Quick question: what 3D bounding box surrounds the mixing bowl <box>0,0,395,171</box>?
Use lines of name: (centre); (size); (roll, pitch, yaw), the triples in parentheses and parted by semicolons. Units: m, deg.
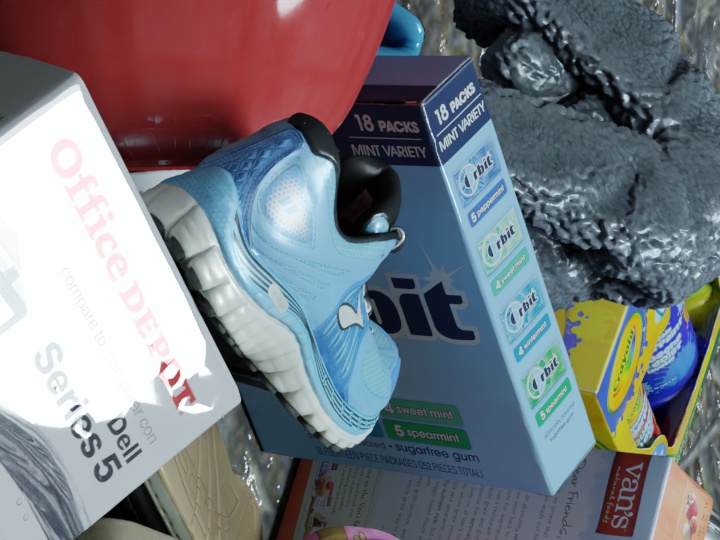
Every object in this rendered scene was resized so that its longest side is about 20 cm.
mixing bowl: (-0.072, -0.093, 0.922); (0.200, 0.200, 0.108); (-4, 92, -54)

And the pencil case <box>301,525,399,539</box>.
pencil case: (0.023, 0.188, 0.988); (0.087, 0.200, 0.083); (34, 98, -31)

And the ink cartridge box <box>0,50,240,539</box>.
ink cartridge box: (-0.158, 0.038, 0.799); (0.200, 0.084, 0.146); (-40, 123, -25)

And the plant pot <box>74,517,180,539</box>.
plant pot: (-0.112, 0.199, 0.909); (0.200, 0.200, 0.177); (30, 56, -51)

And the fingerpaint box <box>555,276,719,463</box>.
fingerpaint box: (0.146, 0.019, 1.316); (0.200, 0.073, 0.167); (-67, 152, -26)

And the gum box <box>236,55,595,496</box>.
gum box: (0.000, 0.000, 1.055); (0.045, 0.170, 0.200); (-46, 126, -38)

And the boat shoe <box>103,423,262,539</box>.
boat shoe: (-0.085, 0.098, 0.982); (0.200, 0.065, 0.072); (70, 17, -65)

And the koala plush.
koala plush: (0.077, -0.025, 1.162); (0.184, 0.200, 0.177); (30, 50, -9)

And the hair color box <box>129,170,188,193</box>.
hair color box: (-0.138, 0.011, 0.958); (0.200, 0.061, 0.102); (-10, 99, -55)

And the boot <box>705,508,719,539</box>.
boot: (0.097, 0.165, 1.229); (0.200, 0.070, 0.132); (17, 65, -14)

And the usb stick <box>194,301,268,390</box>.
usb stick: (-0.082, 0.008, 0.955); (0.200, 0.033, 0.056); (19, 84, -53)

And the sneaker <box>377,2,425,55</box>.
sneaker: (-0.042, -0.155, 1.065); (0.200, 0.082, 0.073); (46, 58, -44)

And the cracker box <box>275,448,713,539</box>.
cracker box: (0.053, 0.149, 1.111); (0.058, 0.200, 0.134); (42, 59, -49)

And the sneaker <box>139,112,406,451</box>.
sneaker: (-0.011, 0.003, 0.906); (0.090, 0.078, 0.200); (-40, 156, -2)
